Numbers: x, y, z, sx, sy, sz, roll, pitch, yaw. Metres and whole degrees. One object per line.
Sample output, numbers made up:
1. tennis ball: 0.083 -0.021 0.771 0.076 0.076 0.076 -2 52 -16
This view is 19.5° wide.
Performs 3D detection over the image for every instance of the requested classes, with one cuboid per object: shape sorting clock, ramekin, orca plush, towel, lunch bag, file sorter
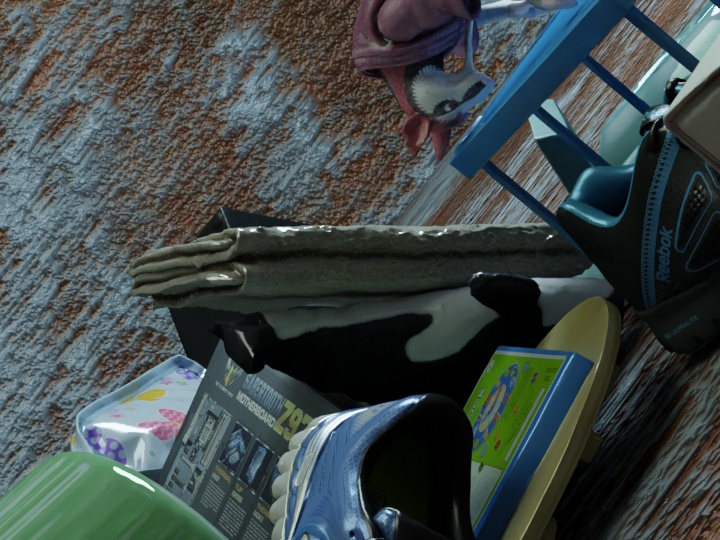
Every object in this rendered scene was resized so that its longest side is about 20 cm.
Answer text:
1. shape sorting clock: 0.054 0.101 0.861 0.201 0.039 0.200 -58 9 14
2. ramekin: -0.094 0.169 0.865 0.098 0.200 0.200 -45 1 -24
3. orca plush: 0.034 0.047 0.953 0.198 0.072 0.105 0 -16 -35
4. towel: 0.000 0.000 0.998 0.132 0.198 0.035 -9 83 62
5. lunch bag: -0.114 0.163 1.225 0.200 0.126 0.171 -25 -50 -66
6. file sorter: 0.158 -0.105 0.940 0.200 0.122 0.139 -54 4 -37

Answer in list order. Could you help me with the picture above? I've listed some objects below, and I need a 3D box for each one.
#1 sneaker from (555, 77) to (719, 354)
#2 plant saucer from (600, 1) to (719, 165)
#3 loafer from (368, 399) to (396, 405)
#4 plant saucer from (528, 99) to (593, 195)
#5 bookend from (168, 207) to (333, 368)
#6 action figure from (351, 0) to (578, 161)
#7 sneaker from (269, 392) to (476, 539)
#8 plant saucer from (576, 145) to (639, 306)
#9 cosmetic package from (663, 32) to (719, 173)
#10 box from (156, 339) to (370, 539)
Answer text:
1. sneaker: 0.145 -0.040 0.778 0.073 0.082 0.200 -52 4 -42
2. plant saucer: 0.208 -0.137 1.274 0.200 0.027 0.200 -49 -1 -1
3. loafer: 0.023 0.095 1.187 0.072 0.073 0.200 -63 -6 32
4. plant saucer: 0.111 -0.052 1.067 0.019 0.070 0.200 -33 6 7
5. bookend: -0.022 0.069 1.579 0.199 0.200 0.092 10 -46 -41
6. action figure: 0.023 -0.149 0.935 0.134 0.147 0.202 100 175 -79
7. sneaker: -0.001 0.128 0.752 0.089 0.078 0.202 -35 36 48
8. plant saucer: 0.155 -0.040 1.116 0.201 0.027 0.200 -51 3 3
9. cosmetic package: 0.190 -0.097 0.616 0.201 0.103 0.087 -55 4 -25
10. box: -0.049 0.128 1.047 0.159 0.051 0.200 -66 26 2
